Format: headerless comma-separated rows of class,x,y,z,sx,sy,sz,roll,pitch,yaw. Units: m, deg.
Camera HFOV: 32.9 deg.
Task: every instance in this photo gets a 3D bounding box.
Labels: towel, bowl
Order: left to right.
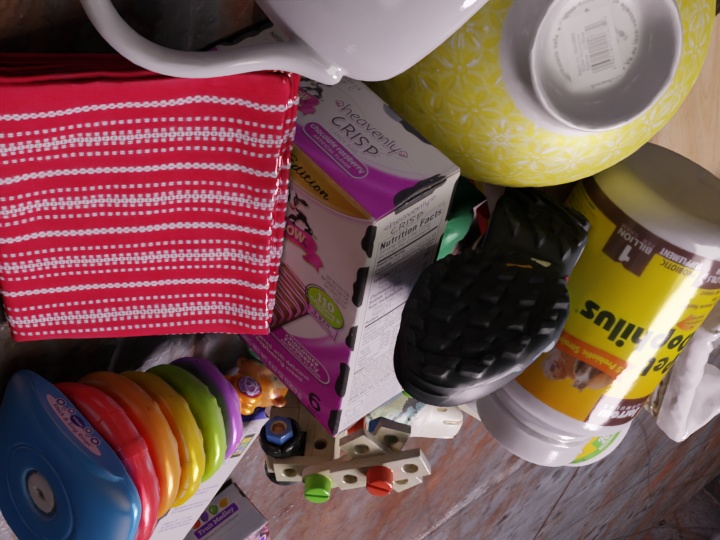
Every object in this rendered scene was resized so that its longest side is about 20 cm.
towel,-0.106,-0.027,0.581,0.144,0.023,0.200,-1,142,-9
bowl,0.102,-0.123,0.616,0.199,0.108,0.201,-6,116,-13

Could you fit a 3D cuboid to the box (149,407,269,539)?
box,-0.148,0.153,0.866,0.119,0.041,0.200,1,127,-58

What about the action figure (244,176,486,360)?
action figure,0.000,0.000,0.833,0.200,0.055,0.118,-37,155,-29

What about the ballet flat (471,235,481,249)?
ballet flat,0.163,-0.061,1.011,0.200,0.068,0.062,-39,-177,-4

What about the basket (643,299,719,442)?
basket,0.287,-0.002,0.994,0.198,0.161,0.200,-33,149,-14

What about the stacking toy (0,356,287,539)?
stacking toy,-0.114,0.096,0.742,0.200,0.116,0.110,-23,148,-45

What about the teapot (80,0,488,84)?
teapot,0.005,-0.178,0.460,0.197,0.146,0.200,-39,-162,40

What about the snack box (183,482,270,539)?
snack box,-0.165,0.280,1.021,0.200,0.053,0.142,-35,156,-21

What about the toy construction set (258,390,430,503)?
toy construction set,-0.001,0.093,0.854,0.200,0.131,0.092,-82,171,-58

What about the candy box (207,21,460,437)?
candy box,-0.027,-0.017,0.665,0.061,0.136,0.200,-32,152,-29

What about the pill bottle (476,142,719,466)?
pill bottle,0.150,0.026,0.761,0.109,0.109,0.200,-15,140,-48

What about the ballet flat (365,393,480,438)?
ballet flat,0.087,0.120,1.147,0.200,0.074,0.074,-24,149,-37

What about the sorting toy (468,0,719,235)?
sorting toy,0.159,-0.081,0.817,0.199,0.070,0.200,-39,150,-8

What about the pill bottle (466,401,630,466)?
pill bottle,0.151,0.092,1.093,0.111,0.111,0.200,-48,130,8

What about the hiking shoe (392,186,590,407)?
hiking shoe,0.070,0.029,0.644,0.200,0.074,0.087,-41,155,-55
